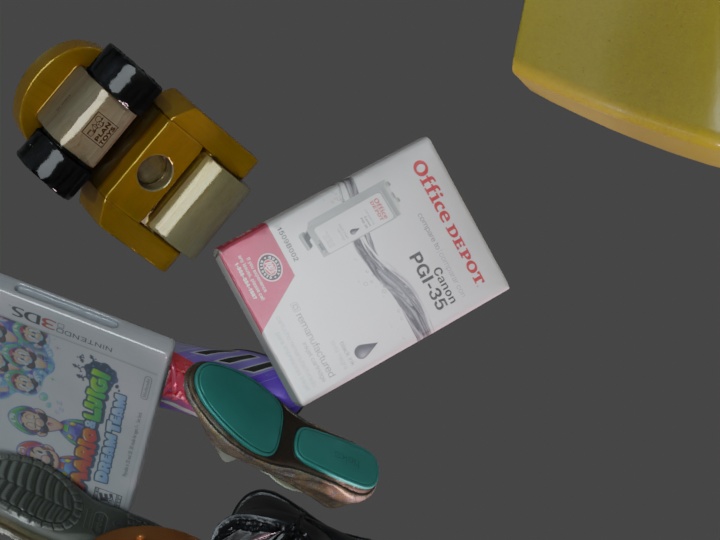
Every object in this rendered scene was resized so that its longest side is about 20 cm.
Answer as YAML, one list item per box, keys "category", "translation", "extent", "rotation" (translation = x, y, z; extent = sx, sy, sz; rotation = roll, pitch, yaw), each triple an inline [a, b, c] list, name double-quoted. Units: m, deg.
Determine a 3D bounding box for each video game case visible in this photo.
- category: "video game case"
  translation: [-0.256, 0.101, 1.348]
  extent: [0.181, 0.024, 0.201]
  rotation: [20, 130, 1]

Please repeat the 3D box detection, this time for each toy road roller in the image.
- category: "toy road roller"
  translation: [-0.198, -0.110, 1.363]
  extent: [0.123, 0.146, 0.200]
  rotation: [-49, 127, 2]

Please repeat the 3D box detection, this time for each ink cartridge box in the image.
- category: "ink cartridge box"
  translation: [0.000, 0.000, 1.347]
  extent: [0.199, 0.083, 0.147]
  rotation: [-29, 90, -8]

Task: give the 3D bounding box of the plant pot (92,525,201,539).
- category: "plant pot"
  translation: [-0.171, 0.300, 1.301]
  extent: [0.198, 0.141, 0.201]
  rotation: [1, 129, 2]

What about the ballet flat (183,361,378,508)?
- category: "ballet flat"
  translation: [-0.077, 0.144, 1.354]
  extent: [0.199, 0.067, 0.068]
  rotation: [35, 48, -22]

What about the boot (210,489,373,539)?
- category: "boot"
  translation: [-0.028, 0.251, 1.330]
  extent: [0.199, 0.168, 0.077]
  rotation: [31, 92, 0]

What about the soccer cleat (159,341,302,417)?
- category: "soccer cleat"
  translation: [-0.144, 0.092, 1.375]
  extent: [0.198, 0.073, 0.069]
  rotation: [13, 91, 1]

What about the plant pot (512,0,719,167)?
- category: "plant pot"
  translation: [0.224, -0.201, 1.307]
  extent: [0.175, 0.200, 0.202]
  rotation: [11, 92, 13]

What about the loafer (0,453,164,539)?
- category: "loafer"
  translation: [-0.250, 0.223, 1.373]
  extent: [0.199, 0.075, 0.070]
  rotation: [29, 121, -7]
